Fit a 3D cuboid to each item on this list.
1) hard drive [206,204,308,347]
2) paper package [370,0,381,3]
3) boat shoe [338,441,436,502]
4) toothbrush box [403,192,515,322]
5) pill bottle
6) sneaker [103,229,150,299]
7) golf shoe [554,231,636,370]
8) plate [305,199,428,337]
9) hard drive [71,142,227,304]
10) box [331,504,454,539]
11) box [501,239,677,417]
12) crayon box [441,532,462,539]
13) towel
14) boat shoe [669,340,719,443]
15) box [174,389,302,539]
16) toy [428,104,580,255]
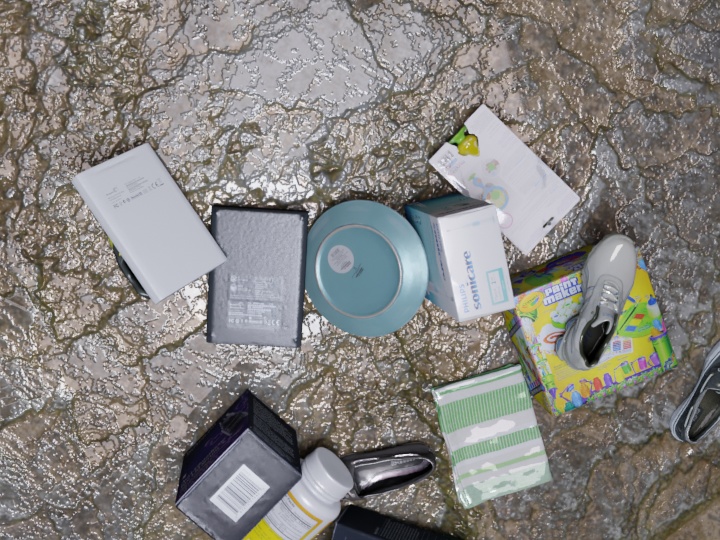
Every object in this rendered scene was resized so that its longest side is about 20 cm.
[{"bbox_3d":[-0.149,0.008,1.476,0.139,0.033,0.200,4,99,-1],"label":"hard drive"},{"bbox_3d":[-0.030,-0.448,1.341,0.200,0.191,0.104,26,95,-9],"label":"paper package"},{"bbox_3d":[0.018,0.308,1.540,0.200,0.057,0.067,-16,101,-4],"label":"boat shoe"},{"bbox_3d":[0.135,-0.024,1.425,0.085,0.200,0.147,-14,100,-7],"label":"toothbrush box"},{"bbox_3d":[-0.106,0.351,1.490,0.109,0.109,0.200,44,103,-11],"label":"pill bottle"},{"bbox_3d":[-0.317,-0.049,1.426,0.074,0.085,0.200,-28,101,-3],"label":"sneaker"},{"bbox_3d":[0.337,0.047,1.393,0.078,0.097,0.200,17,95,-6],"label":"golf shoe"},{"bbox_3d":[0.000,0.000,1.454,0.200,0.026,0.201,5,103,23],"label":"plate"},{"bbox_3d":[-0.287,-0.067,1.400,0.132,0.026,0.200,-35,92,-43],"label":"hard drive"},{"bbox_3d":[0.046,0.460,1.514,0.200,0.107,0.149,17,96,9],"label":"box"},{"bbox_3d":[0.329,0.079,1.506,0.200,0.122,0.193,-21,101,-3],"label":"box"},{"bbox_3d":[0.196,0.507,1.583,0.200,0.052,0.126,23,96,0],"label":"crayon box"},{"bbox_3d":[0.202,0.254,1.571,0.152,0.023,0.200,-17,101,-5],"label":"towel"},{"bbox_3d":[0.559,0.187,1.578,0.072,0.071,0.200,30,94,-10],"label":"boat shoe"},{"bbox_3d":[-0.171,0.276,1.439,0.104,0.200,0.148,43,91,-11],"label":"box"},{"bbox_3d":[0.209,-0.134,1.496,0.200,0.047,0.115,43,95,-8],"label":"toy"}]
